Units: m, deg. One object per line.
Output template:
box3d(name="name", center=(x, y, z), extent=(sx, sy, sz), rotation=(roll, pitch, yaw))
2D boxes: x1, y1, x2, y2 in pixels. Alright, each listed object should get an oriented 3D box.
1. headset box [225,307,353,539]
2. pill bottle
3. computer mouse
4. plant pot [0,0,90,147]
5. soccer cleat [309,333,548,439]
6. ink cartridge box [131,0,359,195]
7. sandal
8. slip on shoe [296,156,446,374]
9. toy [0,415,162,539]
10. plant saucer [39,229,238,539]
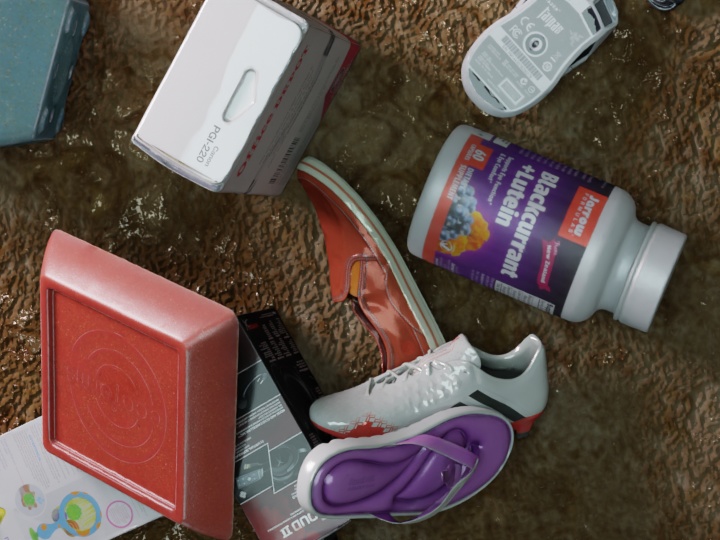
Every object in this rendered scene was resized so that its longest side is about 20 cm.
box3d(name="headset box", center=(-0.063, 0.135, 1.722), extent=(0.077, 0.149, 0.201), rotation=(-29, 88, 9))
box3d(name="pill bottle", center=(0.147, -0.027, 1.699), extent=(0.199, 0.111, 0.112), rotation=(23, 96, 8))
box3d(name="computer mouse", center=(0.161, -0.202, 1.728), extent=(0.200, 0.044, 0.110), rotation=(-41, 90, 3))
box3d(name="plant pot", center=(-0.329, -0.184, 1.742), extent=(0.199, 0.196, 0.197), rotation=(16, 94, 1))
box3d(name="soccer cleat", center=(0.056, 0.091, 1.704), extent=(0.199, 0.069, 0.086), rotation=(-3, 118, -19))
box3d(name="ink cartridge box", center=(-0.085, -0.138, 1.690), extent=(0.085, 0.200, 0.146), rotation=(30, 96, 8))
box3d(name="sandal", center=(0.043, 0.157, 1.643), extent=(0.050, 0.202, 0.083), rotation=(29, 122, 48))
box3d(name="slip on shoe", center=(0.000, 0.000, 1.743), extent=(0.061, 0.074, 0.201), rotation=(-29, 92, -7))
box3d(name="toy", center=(-0.245, 0.175, 1.807), extent=(0.199, 0.047, 0.116), rotation=(-25, 91, 13))
box3d(name="plant saucer", center=(-0.179, 0.093, 1.671), extent=(0.199, 0.037, 0.201), rotation=(23, 124, 34))
